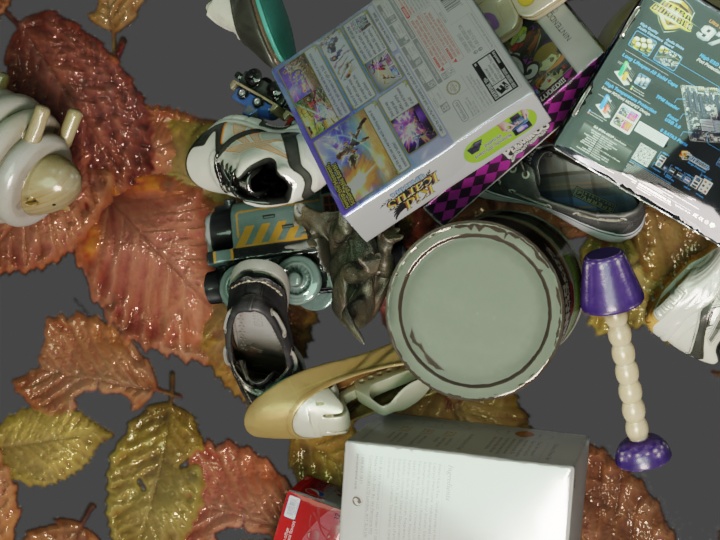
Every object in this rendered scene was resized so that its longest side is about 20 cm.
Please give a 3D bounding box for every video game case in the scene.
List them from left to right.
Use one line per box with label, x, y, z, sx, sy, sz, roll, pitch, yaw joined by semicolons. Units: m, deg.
video game case;0.037;-0.147;1.292;0.181;0.045;0.200;-32;49;8
video game case;0.110;-0.158;1.348;0.200;0.181;0.036;-41;127;14

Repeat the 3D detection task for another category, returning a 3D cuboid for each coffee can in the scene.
coffee can;0.113;0.024;1.338;0.146;0.200;0.147;1;95;13

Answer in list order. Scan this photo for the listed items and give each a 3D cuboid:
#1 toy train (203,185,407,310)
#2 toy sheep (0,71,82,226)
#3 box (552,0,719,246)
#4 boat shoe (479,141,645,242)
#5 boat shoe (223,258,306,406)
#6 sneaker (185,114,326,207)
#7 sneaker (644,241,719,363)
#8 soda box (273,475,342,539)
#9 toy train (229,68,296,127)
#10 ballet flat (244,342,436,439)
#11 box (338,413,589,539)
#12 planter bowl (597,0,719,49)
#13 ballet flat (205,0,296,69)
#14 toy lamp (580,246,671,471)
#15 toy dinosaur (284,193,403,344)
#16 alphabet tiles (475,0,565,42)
toy train;-0.053;-0.021;1.439;0.200;0.085;0.114;-8;81;15
toy sheep;-0.346;-0.114;1.474;0.200;0.138;0.138;28;101;25
box;0.276;-0.118;1.227;0.200;0.046;0.159;30;106;1
boat shoe;0.161;-0.085;1.375;0.200;0.066;0.070;27;73;8
boat shoe;-0.089;0.078;1.410;0.074;0.060;0.200;5;136;3
sneaker;-0.101;-0.096;1.404;0.200;0.080;0.074;0;120;47
sneaker;0.341;-0.002;1.349;0.088;0.076;0.200;38;119;-4
soda box;-0.059;0.302;1.469;0.063;0.070;0.200;18;98;10
toy train;-0.046;-0.128;1.422;0.200;0.034;0.046;33;91;27
ballet flat;-0.006;0.112;1.402;0.200;0.063;0.069;-23;131;-13
box;0.095;0.200;1.382;0.200;0.152;0.107;6;95;13
planter bowl;0.285;-0.154;1.317;0.200;0.135;0.201;1;96;13
ballet flat;-0.111;-0.271;1.440;0.068;0.068;0.200;-16;81;24
toy lamp;0.231;0.078;1.364;0.058;0.058;0.200;-10;106;14
toy dinosaur;0.000;0.000;1.308;0.077;0.200;0.102;-2;135;-19
alphabet tiles;0.107;-0.294;1.363;0.195;0.015;0.200;-31;63;21
